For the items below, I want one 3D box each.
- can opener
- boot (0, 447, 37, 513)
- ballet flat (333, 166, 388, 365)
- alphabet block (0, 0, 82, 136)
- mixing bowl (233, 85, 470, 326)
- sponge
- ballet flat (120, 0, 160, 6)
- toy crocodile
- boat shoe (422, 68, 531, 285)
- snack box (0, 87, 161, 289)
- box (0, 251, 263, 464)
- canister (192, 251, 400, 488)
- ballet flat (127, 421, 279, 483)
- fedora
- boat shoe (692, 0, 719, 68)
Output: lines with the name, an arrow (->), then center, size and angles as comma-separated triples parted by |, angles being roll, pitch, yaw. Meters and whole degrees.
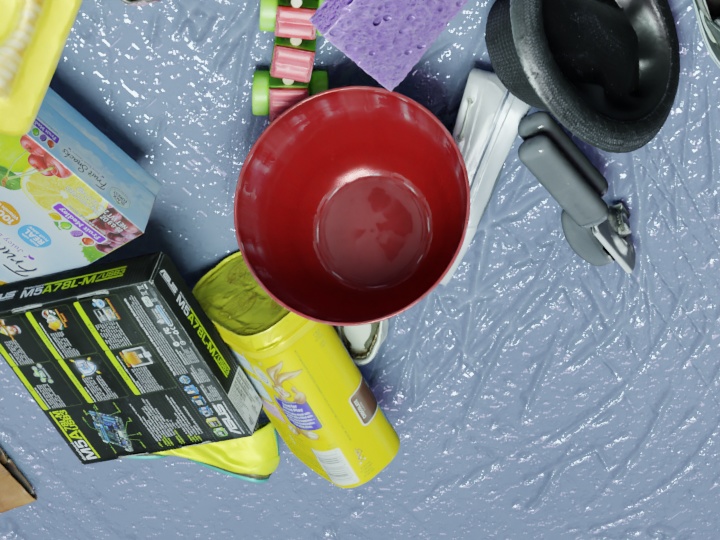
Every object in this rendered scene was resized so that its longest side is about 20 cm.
can opener -> 0.182, -0.060, 1.516 | 0.066, 0.054, 0.200 | -20, 138, 28
boot -> -0.419, 0.258, 1.770 | 0.199, 0.069, 0.189 | -24, 112, 7
ballet flat -> 0.000, 0.000, 1.578 | 0.069, 0.070, 0.202 | -1, 122, 2
alphabet block -> -0.302, -0.256, 1.344 | 0.195, 0.201, 0.196 | 21, 121, -12
mixing bowl -> 0.002, -0.043, 1.470 | 0.198, 0.108, 0.202 | -2, 78, 11
sponge -> 0.055, -0.245, 1.377 | 0.200, 0.030, 0.111 | -50, 144, 8
ballet flat -> -0.120, -0.274, 1.404 | 0.199, 0.071, 0.069 | -33, 115, 20
toy crocodile -> -0.057, -0.177, 1.469 | 0.067, 0.062, 0.201 | 5, 123, -1
boat shoe -> 0.089, -0.086, 1.527 | 0.066, 0.074, 0.201 | 24, 112, 4
snack box -> -0.301, -0.067, 1.506 | 0.199, 0.068, 0.168 | -26, 125, 38
box -> -0.214, 0.083, 1.557 | 0.192, 0.048, 0.201 | -10, 128, 27
canister -> -0.057, 0.092, 1.592 | 0.086, 0.148, 0.201 | -40, 123, -16
ballet flat -> -0.173, 0.153, 1.680 | 0.198, 0.067, 0.068 | 10, 105, 7
fedora -> 0.172, -0.186, 1.426 | 0.091, 0.201, 0.201 | -6, 131, 49
boat shoe -> 0.306, -0.213, 1.429 | 0.072, 0.071, 0.200 | -28, 118, 18
